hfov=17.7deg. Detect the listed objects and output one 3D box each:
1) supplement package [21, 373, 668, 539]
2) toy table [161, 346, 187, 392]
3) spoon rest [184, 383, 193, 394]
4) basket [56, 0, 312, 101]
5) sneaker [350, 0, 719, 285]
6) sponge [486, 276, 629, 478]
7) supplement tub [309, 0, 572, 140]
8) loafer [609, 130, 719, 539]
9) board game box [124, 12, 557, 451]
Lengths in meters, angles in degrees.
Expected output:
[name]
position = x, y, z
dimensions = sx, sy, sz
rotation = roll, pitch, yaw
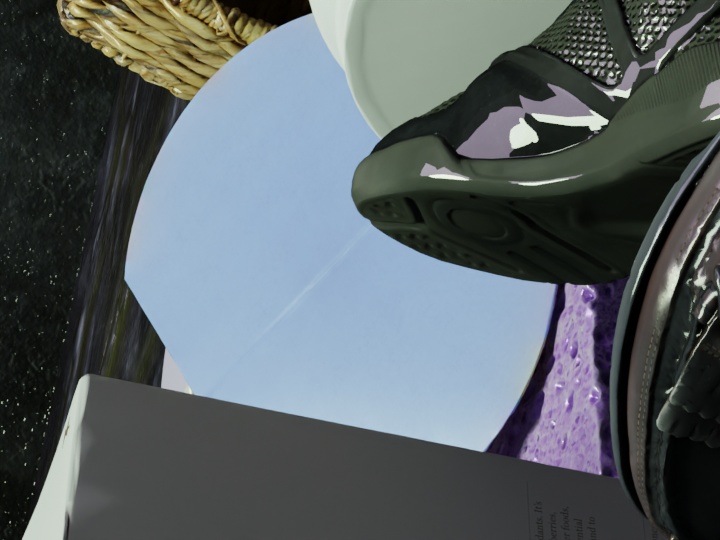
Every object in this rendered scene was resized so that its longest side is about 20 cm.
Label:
[supplement package]
position = -0.002, 0.127, 0.667
dimensions = 0.120, 0.200, 0.121
rotation = 116, 163, -47
[toy table]
position = -0.017, 0.025, 1.037
dimensions = 0.200, 0.117, 0.184
rotation = 176, 105, -78
[spoon rest]
position = 0.003, 0.108, 0.898
dimensions = 0.200, 0.061, 0.099
rotation = 44, 133, 38
[basket]
position = -0.026, -0.159, 1.036
dimensions = 0.149, 0.200, 0.143
rotation = 116, 169, -48
[sneaker]
position = 0.080, -0.063, 0.698
dimensions = 0.199, 0.076, 0.114
rotation = -20, 49, 50
[sponge]
position = 0.072, 0.028, 0.830
dimensions = 0.112, 0.030, 0.200
rotation = 115, 163, -47
[supplement tub]
position = 0.051, -0.135, 0.807
dimensions = 0.200, 0.145, 0.145
rotation = -93, 19, -50
[loafer]
position = 0.117, -0.007, 0.575
dimensions = 0.063, 0.072, 0.200
rotation = -114, 39, -60
[board game box]
position = 0.000, 0.000, 0.873
dimensions = 0.158, 0.039, 0.200
rotation = -46, 59, 20
